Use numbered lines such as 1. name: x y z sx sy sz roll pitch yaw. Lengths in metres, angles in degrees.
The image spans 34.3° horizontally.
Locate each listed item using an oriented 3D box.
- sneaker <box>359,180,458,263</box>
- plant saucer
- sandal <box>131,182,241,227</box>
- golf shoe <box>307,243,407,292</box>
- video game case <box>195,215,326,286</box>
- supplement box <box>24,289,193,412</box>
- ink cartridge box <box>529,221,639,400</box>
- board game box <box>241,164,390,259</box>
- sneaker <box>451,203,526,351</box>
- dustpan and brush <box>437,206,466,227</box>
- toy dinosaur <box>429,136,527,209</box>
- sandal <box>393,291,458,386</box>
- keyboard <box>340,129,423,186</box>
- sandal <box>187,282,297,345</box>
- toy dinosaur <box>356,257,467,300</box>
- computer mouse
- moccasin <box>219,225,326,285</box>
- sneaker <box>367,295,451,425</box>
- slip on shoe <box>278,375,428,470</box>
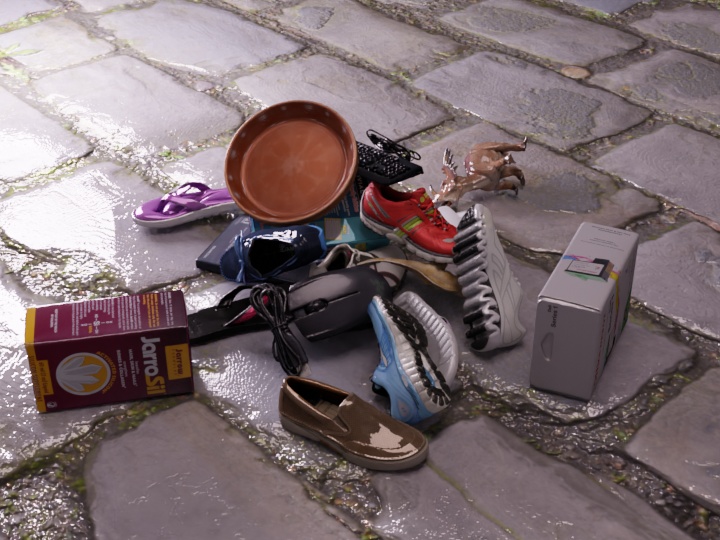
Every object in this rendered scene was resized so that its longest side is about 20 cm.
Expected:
1. sneaker: 0.087 -0.073 1.651 0.200 0.085 0.077 24 29 19
2. plant saucer: -0.100 -0.154 1.696 0.200 0.032 0.201 -5 66 10
3. sandal: -0.266 -0.117 1.856 0.202 0.050 0.083 -12 32 -14
4. golf shoe: 0.000 0.000 1.660 0.077 0.088 0.200 23 38 33
5. video game case: -0.128 -0.026 1.762 0.199 0.019 0.143 11 35 19
6. supplement box: -0.317 0.101 1.483 0.199 0.111 0.086 -7 34 -9
7. ink cartridge box: 0.294 0.051 1.524 0.084 0.145 0.200 14 36 21
8. board game box: -0.068 -0.092 1.742 0.199 0.047 0.151 -7 66 -12
9. sneaker: 0.177 0.009 1.583 0.081 0.201 0.075 -2 -9 -26
10. dustpan and brush: 0.156 -0.056 1.766 0.139 0.057 0.200 -14 36 -20
11. toy dinosaur: 0.200 -0.175 1.936 0.135 0.086 0.200 6 27 21
12. sandal: 0.093 0.095 1.541 0.050 0.082 0.203 33 20 -32
13. keyboard: 0.008 -0.180 1.725 0.104 0.040 0.200 -23 35 -35
14. sandal: -0.164 0.052 1.617 0.199 0.045 0.075 -17 35 -24
15. toy dinosaur: 0.102 0.004 1.640 0.200 0.058 0.101 26 16 5
16. computer mouse: -0.034 0.050 1.550 0.200 0.053 0.139 -21 79 -29
17. moccasin: -0.136 -0.027 1.617 0.200 0.081 0.068 -21 -2 42
18. sneaker: 0.038 0.114 1.474 0.078 0.090 0.200 31 26 -38
19. slip on shoe: -0.011 0.179 1.405 0.200 0.061 0.076 19 39 28
